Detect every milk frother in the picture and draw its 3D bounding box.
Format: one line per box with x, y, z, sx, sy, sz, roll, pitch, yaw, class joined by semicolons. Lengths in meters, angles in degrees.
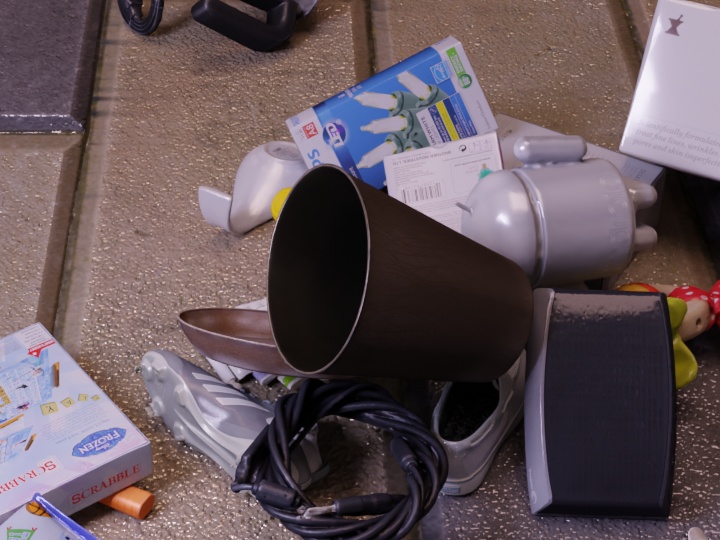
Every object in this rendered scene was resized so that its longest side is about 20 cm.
-0.174;-0.358;2.099;0.187;0.182;0.199;19;-9;-37;milk frother

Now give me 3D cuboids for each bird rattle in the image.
0.285;0.038;1.634;0.162;0.114;0.199;12;33;41;bird rattle

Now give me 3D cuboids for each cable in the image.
-0.005;0.153;1.426;0.162;0.051;0.200;16;32;20;cable

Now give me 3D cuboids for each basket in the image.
0.038;0.019;1.448;0.199;0.136;0.182;16;57;-37;basket

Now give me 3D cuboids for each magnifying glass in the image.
-0.268;0.171;1.495;0.199;0.023;0.080;20;41;21;magnifying glass

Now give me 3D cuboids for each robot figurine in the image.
0.179;-0.044;1.607;0.198;0.171;0.113;-9;12;-18;robot figurine

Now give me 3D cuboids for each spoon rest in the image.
-0.106;-0.087;1.817;0.099;0.061;0.200;22;28;21;spoon rest

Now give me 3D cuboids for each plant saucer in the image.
-0.067;0.066;1.542;0.198;0.032;0.200;7;7;-1;plant saucer

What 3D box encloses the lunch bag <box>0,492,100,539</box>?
-0.225;0.290;1.269;0.199;0.124;0.170;35;47;16;lunch bag

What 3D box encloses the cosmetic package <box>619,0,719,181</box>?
0.384;-0.177;1.791;0.164;0.167;0.200;17;6;20;cosmetic package

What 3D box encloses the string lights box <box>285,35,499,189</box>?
0.032;-0.153;1.796;0.199;0.103;0.059;-28;17;-1;string lights box

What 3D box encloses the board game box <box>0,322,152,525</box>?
-0.314;0.147;1.476;0.199;0.041;0.199;-24;44;-28;board game box

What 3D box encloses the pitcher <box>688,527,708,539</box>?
0.332;0.294;1.306;0.198;0.122;0.173;9;58;25;pitcher

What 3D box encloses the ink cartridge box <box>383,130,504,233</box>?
0.095;-0.031;1.690;0.118;0.042;0.202;-12;64;8;ink cartridge box

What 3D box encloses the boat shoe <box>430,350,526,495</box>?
0.110;0.114;1.544;0.069;0.072;0.201;14;40;15;boat shoe

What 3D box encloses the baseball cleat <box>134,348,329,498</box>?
-0.109;0.131;1.527;0.106;0.070;0.200;-23;54;-38;baseball cleat

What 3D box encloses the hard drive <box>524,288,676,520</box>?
0.210;0.112;1.490;0.133;0.042;0.202;2;75;0;hard drive

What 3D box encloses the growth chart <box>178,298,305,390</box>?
-0.059;0.063;1.646;0.198;0.018;0.145;-14;41;-20;growth chart

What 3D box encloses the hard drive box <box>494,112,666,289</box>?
0.194;-0.071;1.781;0.199;0.077;0.156;21;42;24;hard drive box

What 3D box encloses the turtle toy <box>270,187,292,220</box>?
0.000;0.000;1.606;0.199;0.146;0.102;15;81;32;turtle toy
